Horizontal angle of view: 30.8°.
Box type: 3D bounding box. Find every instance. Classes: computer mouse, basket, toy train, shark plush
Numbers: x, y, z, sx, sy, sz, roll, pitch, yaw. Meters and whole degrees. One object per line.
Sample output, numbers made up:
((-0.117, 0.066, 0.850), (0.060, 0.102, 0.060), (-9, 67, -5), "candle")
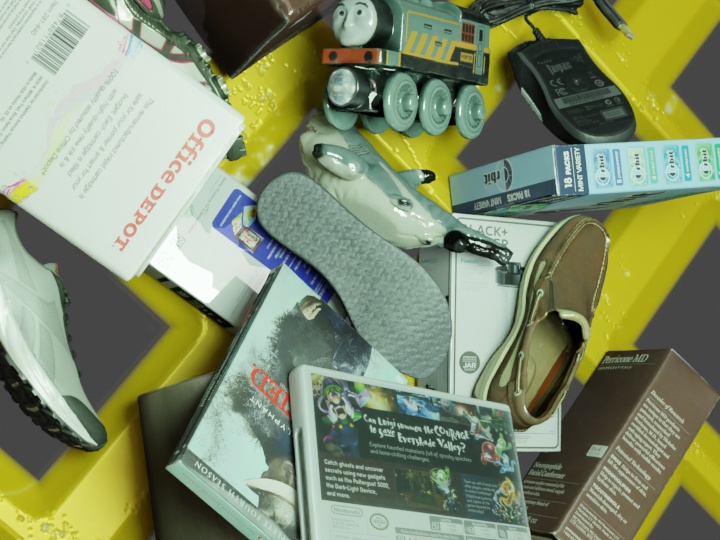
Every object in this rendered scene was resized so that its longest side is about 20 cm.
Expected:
((0.194, -0.178, 1.164), (0.140, 0.046, 0.200), (-19, 57, -24), "computer mouse")
((-0.088, 0.174, 0.989), (0.180, 0.136, 0.201), (-18, 87, 0), "basket")
((0.040, -0.168, 1.074), (0.200, 0.085, 0.114), (-2, 96, -55), "toy train")
((0.036, -0.067, 1.067), (0.199, 0.091, 0.083), (21, 46, 15), "shark plush")

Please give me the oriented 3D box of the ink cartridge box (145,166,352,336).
((-0.084, 0.003, 1.056), (0.200, 0.039, 0.100), (38, 71, -16), "ink cartridge box")

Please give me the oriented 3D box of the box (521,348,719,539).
((0.216, 0.166, 1.147), (0.075, 0.100, 0.200), (44, 69, -15), "box")

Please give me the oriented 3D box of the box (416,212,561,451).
((0.111, 0.055, 1.129), (0.116, 0.060, 0.201), (5, 83, -25), "box")

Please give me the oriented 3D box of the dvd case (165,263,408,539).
((-0.045, 0.109, 0.947), (0.146, 0.022, 0.200), (44, 44, -18), "dvd case")

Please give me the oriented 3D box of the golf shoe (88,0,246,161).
((-0.164, -0.162, 1.026), (0.088, 0.077, 0.200), (-34, 99, -3), "golf shoe")

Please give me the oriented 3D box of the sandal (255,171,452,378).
((0.000, -0.001, 1.047), (0.076, 0.043, 0.200), (-41, 93, -3), "sandal")

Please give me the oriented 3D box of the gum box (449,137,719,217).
((0.204, -0.079, 1.124), (0.199, 0.170, 0.045), (-6, 88, -25), "gum box")

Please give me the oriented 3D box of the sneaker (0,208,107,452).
((-0.238, 0.044, 0.964), (0.079, 0.074, 0.201), (-34, 99, -29), "sneaker")

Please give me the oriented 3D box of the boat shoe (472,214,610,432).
((0.167, 0.044, 1.082), (0.075, 0.075, 0.203), (30, 73, -21), "boat shoe")

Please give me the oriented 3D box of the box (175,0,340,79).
((-0.076, -0.290, 1.007), (0.166, 0.164, 0.200), (-37, 97, -22), "box")

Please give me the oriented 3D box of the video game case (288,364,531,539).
((0.041, 0.169, 0.946), (0.199, 0.023, 0.182), (14, 56, -32), "video game case")

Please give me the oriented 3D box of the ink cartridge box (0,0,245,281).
((-0.203, -0.108, 0.948), (0.200, 0.084, 0.145), (36, 89, -7), "ink cartridge box")
